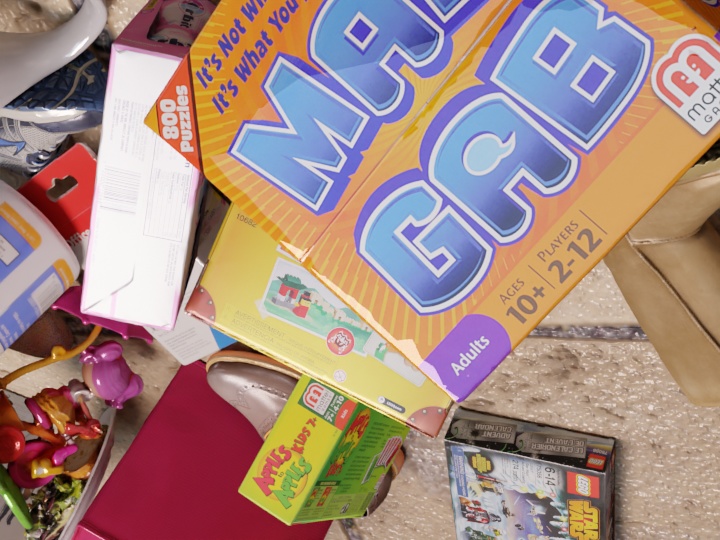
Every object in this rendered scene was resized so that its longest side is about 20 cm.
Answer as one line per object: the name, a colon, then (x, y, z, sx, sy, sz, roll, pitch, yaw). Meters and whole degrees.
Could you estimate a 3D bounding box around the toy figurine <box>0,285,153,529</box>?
toy figurine: (-0.261, 0.100, 1.044, 0.150, 0.184, 0.201, 32, 150, 57)

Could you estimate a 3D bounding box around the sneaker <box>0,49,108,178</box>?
sneaker: (-0.248, -0.116, 0.913, 0.199, 0.077, 0.085, 4, 138, 39)

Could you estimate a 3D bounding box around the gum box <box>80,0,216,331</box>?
gum box: (-0.133, -0.077, 0.797, 0.066, 0.114, 0.201, 12, 117, -4)

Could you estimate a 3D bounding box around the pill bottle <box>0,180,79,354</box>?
pill bottle: (-0.321, 0.032, 0.909, 0.112, 0.200, 0.112, 36, 158, 17)

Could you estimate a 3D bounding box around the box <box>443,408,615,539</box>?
box: (0.149, 0.211, 1.027, 0.136, 0.040, 0.201, 8, 134, 21)

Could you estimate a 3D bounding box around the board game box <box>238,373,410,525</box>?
board game box: (-0.018, 0.138, 0.922, 0.047, 0.102, 0.200, 28, 178, 17)

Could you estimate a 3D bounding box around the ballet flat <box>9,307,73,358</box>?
ballet flat: (-0.348, 0.010, 1.090, 0.199, 0.068, 0.067, 30, 132, -3)

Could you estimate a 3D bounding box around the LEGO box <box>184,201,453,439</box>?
LEGO box: (0.000, 0.000, 0.828, 0.199, 0.077, 0.150, 27, 105, 3)

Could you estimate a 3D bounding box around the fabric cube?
fabric cube: (-0.149, 0.244, 1.106, 0.196, 0.200, 0.200, 31, 138, -4)

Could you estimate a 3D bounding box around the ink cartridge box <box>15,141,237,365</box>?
ink cartridge box: (-0.163, -0.026, 0.948, 0.116, 0.067, 0.200, -25, 116, 42)

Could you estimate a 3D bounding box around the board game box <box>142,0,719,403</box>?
board game box: (0.060, -0.102, 0.587, 0.200, 0.200, 0.200, 41, 117, 2)

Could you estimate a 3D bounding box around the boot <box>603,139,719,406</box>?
boot: (0.233, -0.004, 0.757, 0.200, 0.066, 0.175, 50, 147, -20)

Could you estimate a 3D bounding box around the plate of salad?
plate of salad: (-0.293, 0.218, 1.159, 0.048, 0.201, 0.200, 28, 140, -15)

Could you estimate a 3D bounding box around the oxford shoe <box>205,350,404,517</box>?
oxford shoe: (-0.056, 0.142, 1.048, 0.199, 0.073, 0.071, 32, 139, -2)

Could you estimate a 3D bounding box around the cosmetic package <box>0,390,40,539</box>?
cosmetic package: (-0.391, 0.251, 1.283, 0.051, 0.151, 0.201, 19, 138, 11)

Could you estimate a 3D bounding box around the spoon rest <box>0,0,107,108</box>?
spoon rest: (-0.262, -0.151, 0.842, 0.199, 0.100, 0.061, -25, 156, 10)
